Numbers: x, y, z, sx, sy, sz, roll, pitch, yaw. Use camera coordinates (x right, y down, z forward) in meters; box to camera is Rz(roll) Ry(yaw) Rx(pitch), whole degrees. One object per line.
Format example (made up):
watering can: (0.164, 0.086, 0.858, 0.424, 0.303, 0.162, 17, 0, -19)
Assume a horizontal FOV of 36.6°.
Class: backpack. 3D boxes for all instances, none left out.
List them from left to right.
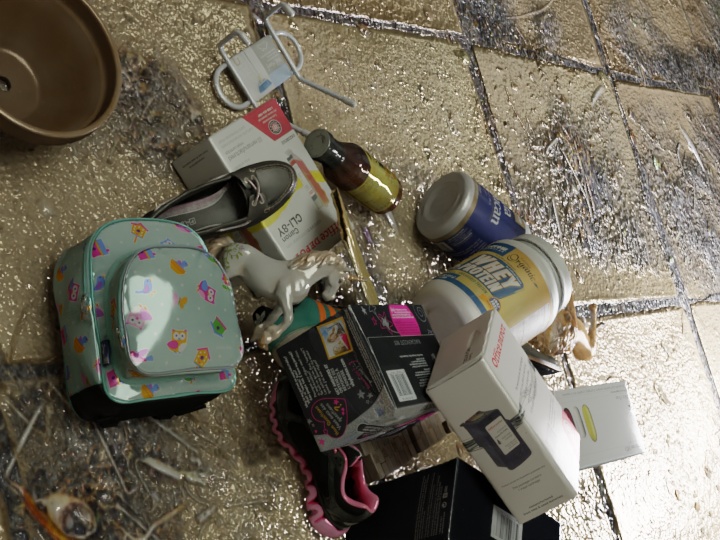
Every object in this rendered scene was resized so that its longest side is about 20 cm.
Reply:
backpack: (-0.223, 0.043, 1.135, 0.174, 0.153, 0.202, -2, 67, -41)

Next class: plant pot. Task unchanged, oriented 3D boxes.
plant pot: (-0.362, -0.216, 1.156, 0.200, 0.092, 0.203, 24, 54, -38)

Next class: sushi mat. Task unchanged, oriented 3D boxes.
sushi mat: (0.000, 0.000, 1.369, 0.096, 0.012, 0.201, -103, 175, -47)

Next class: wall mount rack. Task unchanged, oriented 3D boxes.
wall mount rack: (-0.102, -0.261, 1.471, 0.175, 0.074, 0.200, 57, 42, -12)

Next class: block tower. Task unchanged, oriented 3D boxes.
block tower: (0.052, 0.218, 1.411, 0.199, 0.054, 0.058, -20, 85, -49)

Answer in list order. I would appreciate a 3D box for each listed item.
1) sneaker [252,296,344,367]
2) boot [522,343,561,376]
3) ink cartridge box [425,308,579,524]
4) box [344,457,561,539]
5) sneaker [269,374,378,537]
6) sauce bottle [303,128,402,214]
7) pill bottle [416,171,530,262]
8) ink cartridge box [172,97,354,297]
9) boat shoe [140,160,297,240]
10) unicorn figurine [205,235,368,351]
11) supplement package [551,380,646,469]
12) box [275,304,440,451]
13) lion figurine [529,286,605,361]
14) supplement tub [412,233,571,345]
sneaker: (-0.058, 0.062, 1.357, 0.080, 0.071, 0.199, 51, 25, 17)
boot: (0.233, 0.102, 1.647, 0.198, 0.074, 0.098, 17, 62, -39)
ink cartridge box: (0.171, 0.167, 1.278, 0.201, 0.084, 0.145, 55, 21, -10)
box: (0.112, 0.333, 1.319, 0.199, 0.181, 0.105, 35, 49, -29)
sneaker: (-0.037, 0.212, 1.289, 0.079, 0.095, 0.202, -20, 85, -47)
sauce bottle: (-0.009, -0.136, 1.472, 0.200, 0.065, 0.067, 33, 46, -59)
pill bottle: (0.188, -0.053, 1.648, 0.199, 0.110, 0.112, 34, 49, -31)
ink cartridge box: (-0.117, -0.092, 1.362, 0.201, 0.083, 0.145, 58, 41, -9)
boat shoe: (-0.160, -0.073, 1.247, 0.198, 0.057, 0.068, -23, 95, -11)
unicorn figurine: (-0.102, 0.019, 1.255, 0.198, 0.074, 0.139, 28, 77, -3)
supplement package: (0.287, 0.239, 1.574, 0.199, 0.155, 0.112, -1, 72, -47)
box: (0.015, 0.123, 1.269, 0.199, 0.114, 0.133, 3, 59, -62)
lion figurine: (0.347, 0.104, 1.770, 0.199, 0.072, 0.124, 26, 55, -38)
supplement tub: (0.185, 0.045, 1.520, 0.199, 0.144, 0.146, -30, 93, -31)
